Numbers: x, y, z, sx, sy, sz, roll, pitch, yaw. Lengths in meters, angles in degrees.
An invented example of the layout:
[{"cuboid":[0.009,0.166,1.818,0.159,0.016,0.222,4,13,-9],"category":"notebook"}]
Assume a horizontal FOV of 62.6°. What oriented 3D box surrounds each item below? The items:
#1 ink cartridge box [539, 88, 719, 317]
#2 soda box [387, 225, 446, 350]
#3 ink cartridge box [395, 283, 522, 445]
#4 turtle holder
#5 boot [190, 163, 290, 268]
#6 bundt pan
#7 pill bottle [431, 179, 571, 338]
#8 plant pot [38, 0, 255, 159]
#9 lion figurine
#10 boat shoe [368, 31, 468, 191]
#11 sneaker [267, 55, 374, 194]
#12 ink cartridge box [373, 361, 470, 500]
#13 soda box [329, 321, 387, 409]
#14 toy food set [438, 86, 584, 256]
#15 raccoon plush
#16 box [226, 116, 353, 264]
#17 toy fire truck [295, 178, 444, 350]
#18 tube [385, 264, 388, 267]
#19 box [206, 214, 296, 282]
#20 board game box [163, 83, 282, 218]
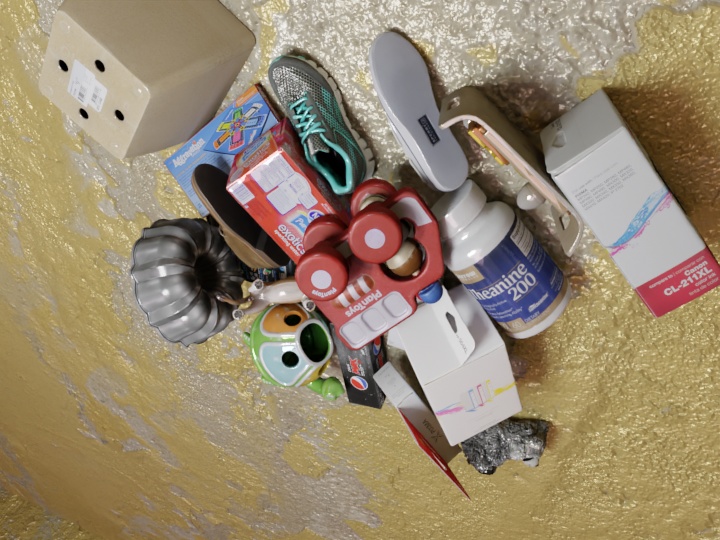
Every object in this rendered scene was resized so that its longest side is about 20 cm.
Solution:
[{"cuboid":[0.287,-0.076,0.638,0.082,0.147,0.200,-34,108,28],"category":"ink cartridge box"},{"cuboid":[0.088,0.033,0.900,0.062,0.069,0.203,17,133,13],"category":"soda box"},{"cuboid":[0.138,0.129,0.854,0.123,0.130,0.202,-27,133,1],"category":"ink cartridge box"},{"cuboid":[-0.109,0.147,1.031,0.130,0.139,0.190,-12,90,49],"category":"turtle holder"},{"cuboid":[-0.191,-0.070,0.879,0.074,0.075,0.201,-11,133,34],"category":"boot"},{"cuboid":[-0.251,0.009,0.910,0.074,0.203,0.204,-16,120,26],"category":"bundt pan"},{"cuboid":[0.177,-0.017,0.779,0.200,0.112,0.110,46,133,-14],"category":"pill bottle"},{"cuboid":[-0.291,-0.268,0.770,0.199,0.178,0.199,40,135,-10],"category":"plant pot"},{"cuboid":[-0.116,0.035,0.930,0.195,0.123,0.074,2,94,-2],"category":"lion figurine"},{"cuboid":[0.061,-0.186,0.728,0.203,0.073,0.065,65,164,-9],"category":"boat shoe"},{"cuboid":[-0.052,-0.185,0.769,0.077,0.092,0.201,-29,111,28],"category":"sneaker"},{"cuboid":[0.116,0.269,1.003,0.045,0.176,0.201,-39,125,-2],"category":"ink cartridge box"},{"cuboid":[0.003,0.151,1.049,0.069,0.064,0.203,7,130,23],"category":"soda box"},{"cuboid":[0.166,-0.116,0.670,0.199,0.144,0.060,41,117,-10],"category":"toy food set"},{"cuboid":[0.226,0.264,1.013,0.199,0.097,0.134,41,127,-9],"category":"raccoon plush"},{"cuboid":[-0.081,-0.093,0.824,0.099,0.096,0.200,-29,123,20],"category":"box"},{"cuboid":[0.019,-0.004,0.752,0.198,0.113,0.169,-34,113,17],"category":"toy fire truck"},{"cuboid":[0.000,0.000,0.891,0.199,0.051,0.059,25,106,56],"category":"tube"},{"cuboid":[-0.174,-0.065,0.972,0.156,0.046,0.203,15,132,16],"category":"box"},{"cuboid":[-0.192,-0.170,0.867,0.198,0.019,0.104,-30,102,26],"category":"board game box"}]
